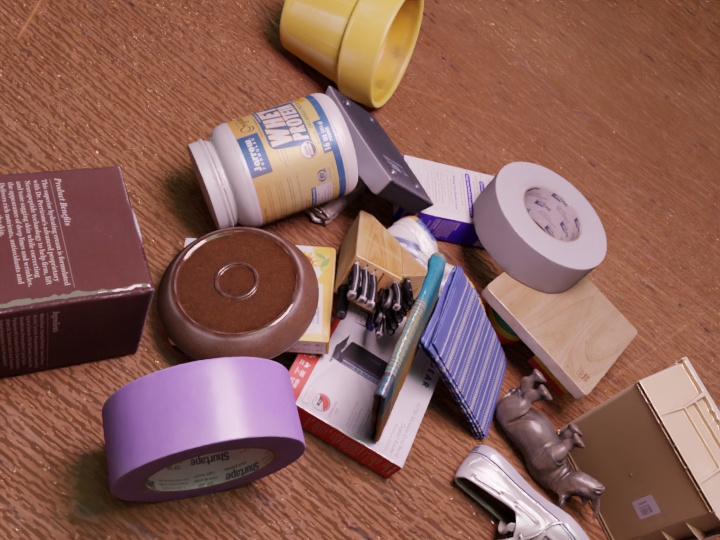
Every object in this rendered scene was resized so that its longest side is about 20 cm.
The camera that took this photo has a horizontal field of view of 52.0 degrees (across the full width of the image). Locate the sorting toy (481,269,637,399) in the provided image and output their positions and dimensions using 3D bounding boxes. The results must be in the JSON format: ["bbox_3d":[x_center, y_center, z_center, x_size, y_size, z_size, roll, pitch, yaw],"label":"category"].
[{"bbox_3d":[0.284,0.077,1.098,0.199,0.070,0.200,49,45,10],"label":"sorting toy"}]

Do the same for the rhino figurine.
[{"bbox_3d":[0.257,0.240,0.992,0.200,0.087,0.060,58,19,15],"label":"rhino figurine"}]

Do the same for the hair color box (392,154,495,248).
[{"bbox_3d":[0.150,-0.104,1.168,0.199,0.065,0.110,10,56,-16],"label":"hair color box"}]

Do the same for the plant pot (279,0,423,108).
[{"bbox_3d":[-0.021,-0.393,1.204,0.188,0.201,0.201,25,52,10],"label":"plant pot"}]

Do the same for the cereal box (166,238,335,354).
[{"bbox_3d":[-0.134,0.031,0.941,0.199,0.040,0.144,4,56,0],"label":"cereal box"}]

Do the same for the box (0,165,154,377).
[{"bbox_3d":[-0.353,0.004,0.814,0.199,0.164,0.166,-8,63,-28],"label":"box"}]

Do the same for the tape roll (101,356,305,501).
[{"bbox_3d":[-0.163,0.170,0.773,0.199,0.200,0.085,-3,61,-25],"label":"tape roll"}]

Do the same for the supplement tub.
[{"bbox_3d":[-0.118,-0.143,0.999,0.199,0.145,0.145,-22,69,-13],"label":"supplement tub"}]

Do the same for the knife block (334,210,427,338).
[{"bbox_3d":[0.000,0.000,0.966,0.175,0.064,0.200,1,39,-50],"label":"knife block"}]

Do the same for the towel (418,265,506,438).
[{"bbox_3d":[0.143,0.110,0.988,0.200,0.024,0.145,59,42,-34],"label":"towel"}]

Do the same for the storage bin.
[{"bbox_3d":[0.381,0.252,0.961,0.093,0.200,0.199,-12,66,-28],"label":"storage bin"}]

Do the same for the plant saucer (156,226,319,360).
[{"bbox_3d":[-0.150,0.020,0.904,0.199,0.035,0.201,2,57,-3],"label":"plant saucer"}]

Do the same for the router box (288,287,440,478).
[{"bbox_3d":[0.005,0.135,0.963,0.179,0.049,0.200,31,52,-3],"label":"router box"}]

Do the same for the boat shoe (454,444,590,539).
[{"bbox_3d":[0.197,0.315,0.919,0.202,0.075,0.086,44,55,12],"label":"boat shoe"}]

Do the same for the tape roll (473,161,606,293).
[{"bbox_3d":[0.268,-0.066,1.106,0.199,0.066,0.201,17,48,-20],"label":"tape roll"}]

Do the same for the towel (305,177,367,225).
[{"bbox_3d":[-0.044,-0.164,1.139,0.132,0.034,0.200,43,54,4],"label":"towel"}]

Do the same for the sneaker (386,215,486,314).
[{"bbox_3d":[0.097,0.019,1.075,0.088,0.075,0.200,-34,75,-18],"label":"sneaker"}]

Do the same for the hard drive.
[{"bbox_3d":[0.019,-0.172,1.077,0.135,0.042,0.200,21,33,-53],"label":"hard drive"}]

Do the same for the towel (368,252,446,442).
[{"bbox_3d":[0.054,0.091,0.882,0.022,0.147,0.200,20,58,11],"label":"towel"}]
